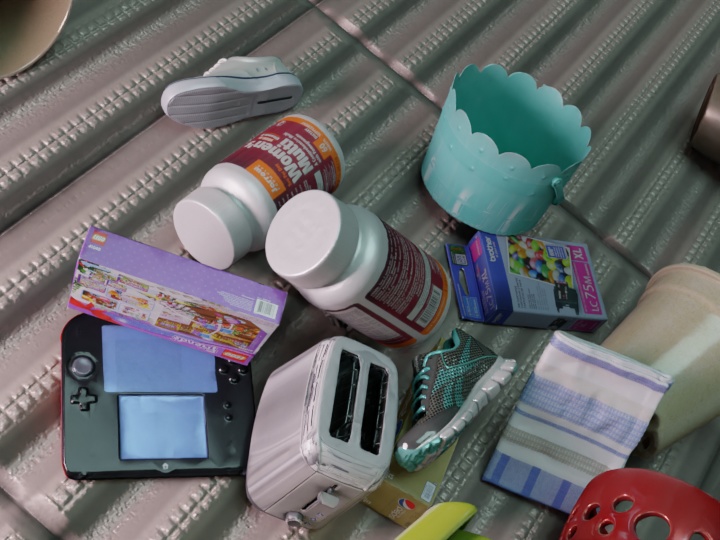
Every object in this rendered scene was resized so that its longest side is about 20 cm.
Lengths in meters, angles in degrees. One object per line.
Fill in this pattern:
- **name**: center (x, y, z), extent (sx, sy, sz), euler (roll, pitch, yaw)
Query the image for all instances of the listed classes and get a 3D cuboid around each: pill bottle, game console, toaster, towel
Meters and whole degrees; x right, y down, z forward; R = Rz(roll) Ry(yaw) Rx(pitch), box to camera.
- **pill bottle**: center (-0.116, -0.091, 1.211), extent (0.110, 0.110, 0.200), euler (42, 51, 7)
- **game console**: center (-0.207, 0.127, 1.076), extent (0.199, 0.031, 0.178), euler (3, 57, -22)
- **toaster**: center (-0.034, 0.155, 1.062), extent (0.113, 0.129, 0.201), euler (28, 50, -23)
- **towel**: center (0.239, 0.175, 1.152), extent (0.146, 0.201, 0.024), euler (23, 17, -5)
- **pill bottle**: center (0.000, 0.000, 1.074), extent (0.200, 0.109, 0.110), euler (34, 40, -48)

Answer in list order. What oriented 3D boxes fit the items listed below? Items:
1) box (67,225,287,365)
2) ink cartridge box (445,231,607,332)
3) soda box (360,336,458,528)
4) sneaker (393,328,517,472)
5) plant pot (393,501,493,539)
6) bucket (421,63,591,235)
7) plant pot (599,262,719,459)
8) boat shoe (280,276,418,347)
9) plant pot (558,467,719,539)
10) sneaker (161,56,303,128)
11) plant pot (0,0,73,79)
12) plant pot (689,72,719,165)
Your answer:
- **box**: center (-0.186, 0.029, 1.042), extent (0.199, 0.137, 0.039), euler (20, 62, -13)
- **ink cartridge box**: center (0.213, 0.013, 1.338), extent (0.199, 0.042, 0.120), euler (4, 57, -20)
- **soda box**: center (0.071, 0.175, 1.145), extent (0.064, 0.068, 0.200), euler (31, 51, -2)
- **sneaker**: center (0.081, 0.131, 1.093), extent (0.091, 0.078, 0.200), euler (42, 42, 10)
- **plant pot**: center (0.067, 0.345, 0.955), extent (0.200, 0.199, 0.181), euler (-32, 68, -36)
- **bucket**: center (0.184, -0.153, 1.351), extent (0.206, 0.135, 0.208), euler (14, 42, -13)
- **plant pot**: center (0.363, 0.123, 1.251), extent (0.183, 0.201, 0.201), euler (-32, 75, -25)
- **boat shoe**: center (-0.012, 0.034, 1.205), extent (0.199, 0.071, 0.070), euler (25, 48, -15)
- **plant pot**: center (0.284, 0.331, 1.055), extent (0.200, 0.201, 0.183), euler (38, 53, 3)
- **sneaker**: center (-0.169, -0.229, 1.313), extent (0.199, 0.073, 0.071), euler (-12, 55, -40)
- **plant pot**: center (-0.465, -0.350, 1.200), extent (0.200, 0.188, 0.187), euler (38, 50, 22)
- **plant pot**: center (0.606, -0.221, 1.592), extent (0.173, 0.200, 0.200), euler (21, 50, 10)
